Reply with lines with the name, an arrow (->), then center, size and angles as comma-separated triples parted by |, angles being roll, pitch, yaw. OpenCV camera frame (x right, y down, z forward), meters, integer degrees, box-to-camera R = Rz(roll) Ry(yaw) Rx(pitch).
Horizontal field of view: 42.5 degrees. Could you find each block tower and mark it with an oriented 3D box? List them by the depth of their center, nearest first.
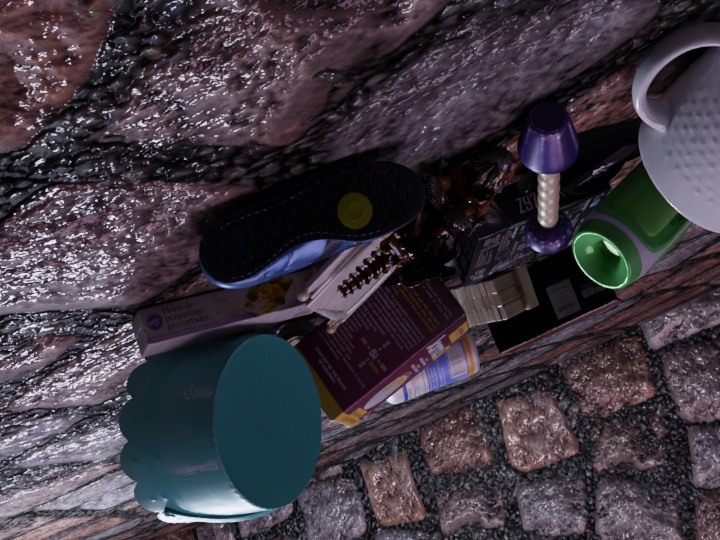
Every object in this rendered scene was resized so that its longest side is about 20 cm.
block tower -> 0.145, 0.044, 1.231 | 0.057, 0.055, 0.199 | -21, 180, -35

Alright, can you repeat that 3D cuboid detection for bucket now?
bucket -> -0.142, 0.165, 0.988 | 0.133, 0.213, 0.205 | -10, 174, 34

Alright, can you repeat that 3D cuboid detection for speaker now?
speaker -> 0.314, -0.069, 0.995 | 0.199, 0.089, 0.089 | -41, 174, -26

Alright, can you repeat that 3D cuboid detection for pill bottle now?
pill bottle -> 0.075, 0.137, 1.428 | 0.196, 0.114, 0.112 | -20, 165, -5

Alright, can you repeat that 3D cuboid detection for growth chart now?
growth chart -> 0.000, 0.000, 0.966 | 0.145, 0.018, 0.200 | -45, 164, -2

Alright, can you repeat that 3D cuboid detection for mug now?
mug -> 0.330, -0.148, 0.801 | 0.196, 0.150, 0.176 | 16, 147, -14

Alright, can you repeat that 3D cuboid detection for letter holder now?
letter holder -> 0.304, 0.046, 1.462 | 0.197, 0.102, 0.142 | -27, 166, 19

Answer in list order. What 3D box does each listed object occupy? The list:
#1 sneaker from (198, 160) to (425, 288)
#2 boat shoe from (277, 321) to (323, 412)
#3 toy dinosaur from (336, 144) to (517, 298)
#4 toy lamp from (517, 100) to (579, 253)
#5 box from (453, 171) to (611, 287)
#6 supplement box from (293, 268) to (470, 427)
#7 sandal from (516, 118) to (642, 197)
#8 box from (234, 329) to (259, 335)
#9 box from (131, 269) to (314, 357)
sneaker -> -0.042, -0.039, 0.779 | 0.196, 0.067, 0.078 | -20, 176, -4
boat shoe -> -0.071, 0.120, 1.249 | 0.073, 0.069, 0.201 | -17, 144, 2
toy dinosaur -> 0.060, -0.036, 0.855 | 0.203, 0.101, 0.136 | -61, 169, 18
toy lamp -> 0.176, -0.085, 0.872 | 0.057, 0.059, 0.201 | -21, 150, -1
box -> 0.191, -0.051, 1.080 | 0.157, 0.044, 0.200 | -21, 165, -4
supplement box -> 0.026, 0.086, 1.114 | 0.199, 0.104, 0.131 | -39, 164, 0
sandal -> 0.256, -0.116, 0.952 | 0.196, 0.044, 0.076 | -20, 165, -8
box -> -0.134, 0.147, 1.171 | 0.035, 0.110, 0.200 | -42, 176, -28
box -> -0.134, 0.042, 0.956 | 0.196, 0.039, 0.041 | -14, 162, -27
